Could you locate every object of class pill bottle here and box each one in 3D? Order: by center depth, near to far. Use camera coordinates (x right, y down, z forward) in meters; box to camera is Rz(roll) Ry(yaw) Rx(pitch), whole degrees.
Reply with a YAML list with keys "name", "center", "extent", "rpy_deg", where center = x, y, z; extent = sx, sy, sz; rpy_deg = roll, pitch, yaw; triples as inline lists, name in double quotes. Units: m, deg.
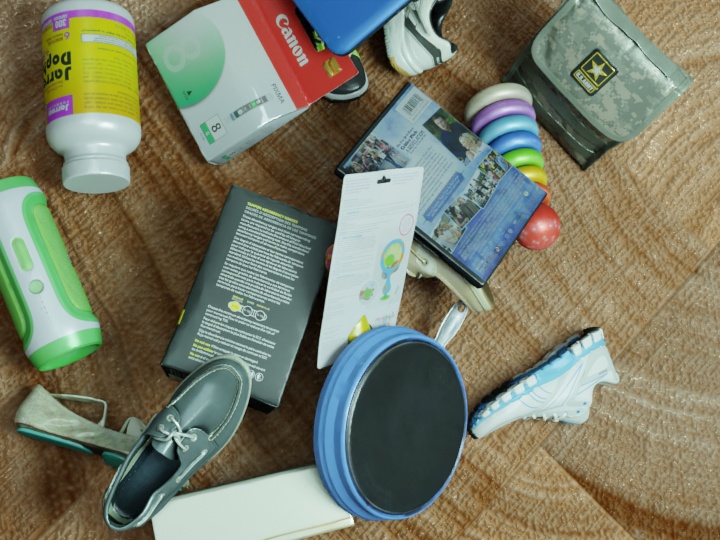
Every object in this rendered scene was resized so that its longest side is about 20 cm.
- name: "pill bottle"
  center: [-0.301, -0.193, 1.075]
  extent: [0.104, 0.104, 0.201]
  rpy_deg: [-5, 79, -9]

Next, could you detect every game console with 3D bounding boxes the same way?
- name: "game console"
  center: [-0.001, -0.359, 1.107]
  extent: [0.170, 0.118, 0.200]
  rpy_deg: [-38, 77, 12]

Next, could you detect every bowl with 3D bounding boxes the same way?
- name: "bowl"
  center: [0.038, 0.159, 0.987]
  extent: [0.200, 0.039, 0.202]
  rpy_deg: [-3, 95, -44]

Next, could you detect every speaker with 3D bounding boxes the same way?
- name: "speaker"
  center: [-0.352, 0.003, 1.036]
  extent: [0.088, 0.088, 0.201]
  rpy_deg: [-24, 83, -12]

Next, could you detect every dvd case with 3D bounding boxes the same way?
- name: "dvd case"
  center: [0.088, -0.093, 1.029]
  extent: [0.200, 0.018, 0.143]
  rpy_deg: [39, 66, -1]

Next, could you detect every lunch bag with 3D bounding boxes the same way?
- name: "lunch bag"
  center: [0.274, -0.228, 1.114]
  extent: [0.118, 0.200, 0.164]
  rpy_deg: [-42, 87, -14]

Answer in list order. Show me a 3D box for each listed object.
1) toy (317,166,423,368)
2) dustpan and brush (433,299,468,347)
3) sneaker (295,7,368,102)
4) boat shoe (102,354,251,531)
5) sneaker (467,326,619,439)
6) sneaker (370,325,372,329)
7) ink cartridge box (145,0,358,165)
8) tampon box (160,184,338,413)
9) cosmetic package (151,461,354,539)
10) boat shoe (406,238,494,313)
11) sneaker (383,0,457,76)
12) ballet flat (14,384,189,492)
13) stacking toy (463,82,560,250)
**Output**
- name: "toy"
  center: [-0.002, -0.008, 0.973]
  extent: [0.115, 0.047, 0.201]
  rpy_deg: [-12, 116, -46]
- name: "dustpan and brush"
  center: [0.064, 0.120, 1.082]
  extent: [0.139, 0.057, 0.200]
  rpy_deg: [33, 76, 0]
- name: "sneaker"
  center: [-0.058, -0.292, 1.141]
  extent: [0.072, 0.083, 0.200]
  rpy_deg: [-31, 84, -13]
- name: "boat shoe"
  center: [-0.175, 0.167, 0.911]
  extent: [0.073, 0.062, 0.200]
  rpy_deg: [40, 93, -3]
- name: "sneaker"
  center: [0.215, 0.148, 1.094]
  extent: [0.199, 0.075, 0.087]
  rpy_deg: [-30, 89, -13]
- name: "sneaker"
  center: [0.000, 0.000, 1.095]
  extent: [0.080, 0.083, 0.201]
  rpy_deg: [29, 59, -21]
- name: "ink cartridge box"
  center: [-0.127, -0.241, 1.100]
  extent: [0.199, 0.050, 0.161]
  rpy_deg: [-31, 82, 16]
- name: "tampon box"
  center: [-0.117, 0.036, 1.029]
  extent: [0.126, 0.150, 0.201]
  rpy_deg: [21, 76, -4]
- name: "cosmetic package"
  center: [-0.114, 0.254, 1.008]
  extent: [0.199, 0.104, 0.073]
  rpy_deg: [-12, 81, -9]
- name: "boat shoe"
  center: [0.069, -0.025, 1.058]
  extent: [0.065, 0.072, 0.200]
  rpy_deg: [-41, 91, 14]
- name: "sneaker"
  center: [0.070, -0.340, 1.161]
  extent: [0.087, 0.076, 0.201]
  rpy_deg: [-11, 88, 23]
- name: "ballet flat"
  center: [-0.269, 0.174, 1.024]
  extent: [0.199, 0.067, 0.063]
  rpy_deg: [22, 66, -3]
- name: "stacking toy"
  center: [0.186, -0.115, 1.115]
  extent: [0.085, 0.085, 0.201]
  rpy_deg: [-11, 66, -10]
